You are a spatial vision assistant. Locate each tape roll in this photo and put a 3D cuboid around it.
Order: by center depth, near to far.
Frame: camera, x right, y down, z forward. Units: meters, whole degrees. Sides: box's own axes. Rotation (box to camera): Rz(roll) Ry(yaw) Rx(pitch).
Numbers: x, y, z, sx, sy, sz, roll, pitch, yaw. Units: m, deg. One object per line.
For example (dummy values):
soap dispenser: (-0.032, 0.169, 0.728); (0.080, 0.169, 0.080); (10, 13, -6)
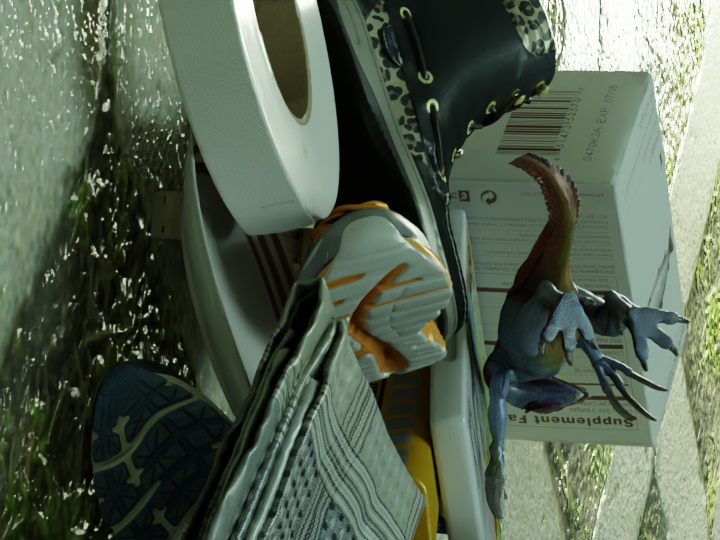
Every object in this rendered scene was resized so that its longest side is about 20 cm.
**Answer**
tape roll: (-0.054, -0.117, 1.435); (0.203, 0.037, 0.203); (-12, 90, -79)

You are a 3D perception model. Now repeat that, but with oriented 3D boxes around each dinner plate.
dinner plate: (-0.052, 0.022, 1.426); (0.200, 0.024, 0.201); (-16, 90, -81)

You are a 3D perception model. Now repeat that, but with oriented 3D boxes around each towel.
towel: (-0.025, 0.132, 1.342); (0.193, 0.034, 0.200); (-65, 152, -28)

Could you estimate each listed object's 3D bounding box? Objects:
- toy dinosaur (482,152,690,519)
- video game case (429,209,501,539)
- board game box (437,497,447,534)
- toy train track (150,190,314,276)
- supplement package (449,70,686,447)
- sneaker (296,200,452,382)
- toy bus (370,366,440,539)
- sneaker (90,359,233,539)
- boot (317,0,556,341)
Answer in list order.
toy dinosaur: (0.110, 0.032, 1.656); (0.181, 0.105, 0.201); (180, -99, -70)
video game case: (0.060, 0.098, 1.710); (0.182, 0.023, 0.200); (-87, 170, -51)
board game box: (0.041, 0.046, 1.810); (0.135, 0.034, 0.201); (46, 50, -65)
toy train track: (-0.053, -0.018, 1.535); (0.200, 0.032, 0.115); (14, 79, -69)
supplement package: (0.122, -0.007, 1.804); (0.117, 0.117, 0.200); (-68, 153, -48)
sneaker: (0.000, 0.000, 1.482); (0.200, 0.078, 0.077); (88, -12, -75)
toy bus: (0.002, 0.115, 1.612); (0.200, 0.078, 0.065); (-80, 165, -69)
sneaker: (-0.075, 0.111, 1.445); (0.200, 0.077, 0.085); (58, 3, -35)
boot: (0.052, -0.071, 1.623); (0.153, 0.073, 0.204); (-19, 90, -39)
